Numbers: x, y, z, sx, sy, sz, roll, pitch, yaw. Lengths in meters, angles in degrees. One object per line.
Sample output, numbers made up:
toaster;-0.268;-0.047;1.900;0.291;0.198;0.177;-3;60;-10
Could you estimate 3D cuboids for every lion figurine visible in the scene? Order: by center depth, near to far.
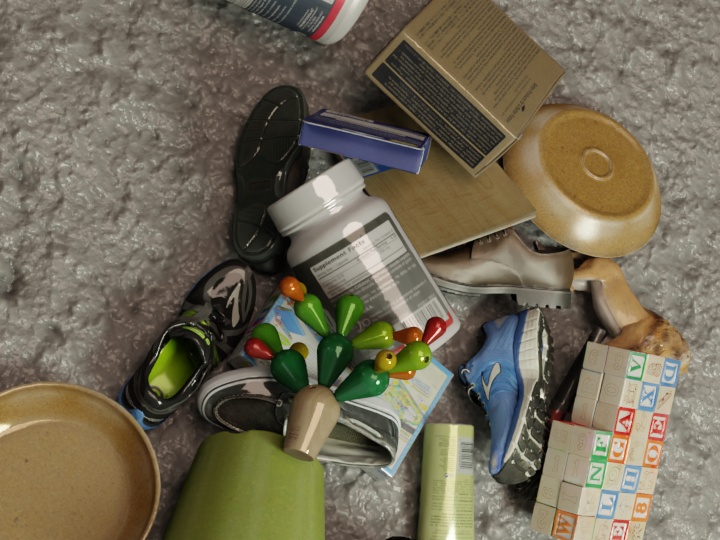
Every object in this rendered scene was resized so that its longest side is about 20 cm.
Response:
lion figurine;0.274;0.039;1.863;0.122;0.072;0.200;-21;80;-31

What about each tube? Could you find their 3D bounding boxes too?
tube;0.085;0.254;1.726;0.058;0.052;0.200;-2;80;20

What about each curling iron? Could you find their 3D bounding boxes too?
curling iron;0.211;0.151;1.786;0.026;0.050;0.200;34;78;-43

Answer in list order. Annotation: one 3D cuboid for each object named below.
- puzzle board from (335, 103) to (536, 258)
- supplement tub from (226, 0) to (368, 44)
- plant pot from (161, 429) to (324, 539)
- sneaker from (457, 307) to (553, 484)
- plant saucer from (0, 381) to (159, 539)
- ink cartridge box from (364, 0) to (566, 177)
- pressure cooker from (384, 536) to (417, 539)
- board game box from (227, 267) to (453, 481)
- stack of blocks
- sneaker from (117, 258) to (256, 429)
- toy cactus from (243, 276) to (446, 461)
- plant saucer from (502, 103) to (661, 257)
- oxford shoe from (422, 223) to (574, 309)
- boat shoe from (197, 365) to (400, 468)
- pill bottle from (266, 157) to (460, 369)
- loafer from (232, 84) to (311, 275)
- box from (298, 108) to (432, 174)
puzzle board;0.069;-0.101;1.802;0.151;0.017;0.200;-20;54;-25
supplement tub;-0.088;-0.333;1.783;0.200;0.140;0.140;23;66;-16
plant pot;-0.107;0.255;1.576;0.200;0.200;0.190;20;53;-17
sneaker;0.147;0.132;1.770;0.079;0.089;0.200;59;31;-46
plant saucer;-0.283;0.200;1.556;0.200;0.035;0.200;4;64;-8
ink cartridge box;0.113;-0.210;1.824;0.165;0.075;0.200;44;34;-4
pressure cooker;0.076;0.365;1.605;0.200;0.179;0.176;31;72;-11
board game box;-0.018;0.098;1.726;0.200;0.034;0.134;40;62;-13
stack of blocks;0.251;0.177;1.755;0.115;0.059;0.200;12;90;-43
sneaker;-0.156;0.069;1.655;0.071;0.083;0.200;41;59;-9
toy cactus;-0.029;0.091;1.573;0.200;0.102;0.165;9;66;24
plant saucer;0.254;-0.110;1.898;0.200;0.035;0.200;12;56;-19
oxford shoe;0.125;-0.012;1.795;0.200;0.073;0.084;6;96;-12
boat shoe;-0.055;0.143;1.635;0.200;0.072;0.071;8;30;-10
pill bottle;0.000;0.000;1.675;0.114;0.114;0.200;-33;93;-29
loafer;-0.089;-0.091;1.759;0.072;0.063;0.200;1;66;20
box;0.006;-0.129;1.708;0.121;0.200;0.032;14;98;3
